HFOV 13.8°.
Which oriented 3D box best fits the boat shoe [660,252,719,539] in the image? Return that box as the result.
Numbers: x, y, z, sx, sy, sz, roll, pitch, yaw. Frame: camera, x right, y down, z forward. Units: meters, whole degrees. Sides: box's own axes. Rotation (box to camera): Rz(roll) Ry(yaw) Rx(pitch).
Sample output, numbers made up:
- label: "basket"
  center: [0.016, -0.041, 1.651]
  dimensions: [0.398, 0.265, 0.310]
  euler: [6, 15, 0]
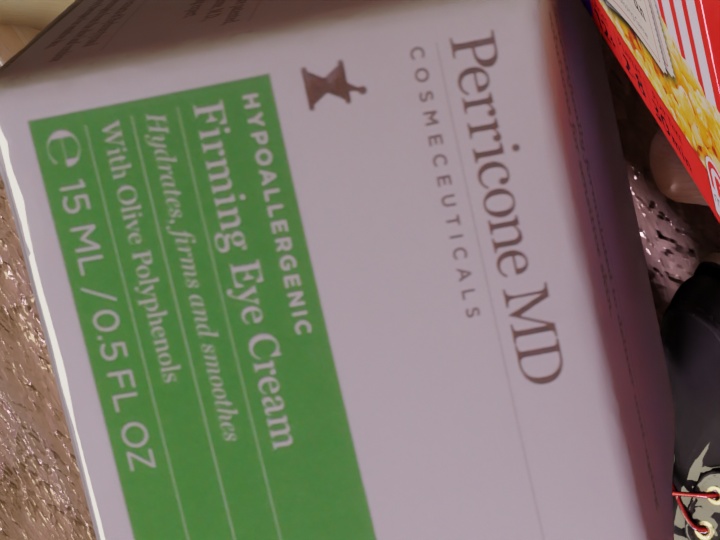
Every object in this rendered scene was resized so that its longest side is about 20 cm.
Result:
- label: "boat shoe"
  center: [0.136, 0.082, 1.078]
  dimensions: [0.074, 0.063, 0.202]
  euler: [38, 151, 41]

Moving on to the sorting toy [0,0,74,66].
- label: "sorting toy"
  center: [-0.094, -0.116, 1.225]
  dimensions: [0.200, 0.107, 0.180]
  euler: [54, 146, 40]

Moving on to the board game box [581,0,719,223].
- label: "board game box"
  center: [0.078, -0.119, 0.752]
  dimensions: [0.152, 0.046, 0.200]
  euler: [-116, 5, -47]

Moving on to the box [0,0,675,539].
- label: "box"
  center: [0.000, 0.000, 0.943]
  dimensions: [0.200, 0.171, 0.199]
  euler: [-70, -32, -74]

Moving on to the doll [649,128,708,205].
- label: "doll"
  center: [0.151, -0.071, 0.820]
  dimensions: [0.200, 0.048, 0.137]
  euler: [-12, 82, 58]
